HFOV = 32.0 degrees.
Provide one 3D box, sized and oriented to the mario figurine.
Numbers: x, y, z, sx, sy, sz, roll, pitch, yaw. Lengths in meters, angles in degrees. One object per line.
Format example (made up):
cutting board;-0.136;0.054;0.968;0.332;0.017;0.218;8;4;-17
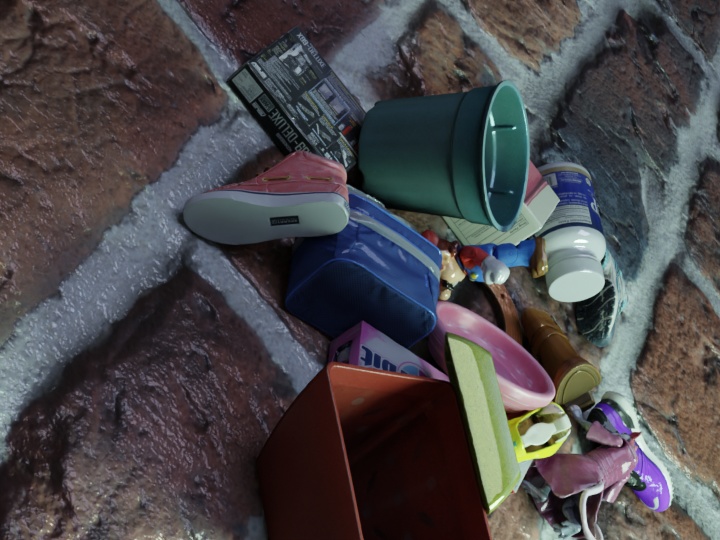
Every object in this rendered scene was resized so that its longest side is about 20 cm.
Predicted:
mario figurine;0.152;0.006;1.695;0.124;0.197;0.107;81;7;-51

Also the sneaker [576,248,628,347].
sneaker;0.405;0.048;2.040;0.086;0.077;0.202;38;40;-27

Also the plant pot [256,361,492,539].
plant pot;-0.002;0.236;1.355;0.198;0.175;0.203;14;54;-42

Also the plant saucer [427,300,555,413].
plant saucer;0.163;0.120;1.652;0.199;0.051;0.201;32;17;-11

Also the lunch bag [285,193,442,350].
lunch bag;0.000;0.000;1.568;0.199;0.135;0.134;34;41;-25

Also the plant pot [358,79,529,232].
plant pot;0.112;-0.159;1.726;0.200;0.193;0.204;-16;108;-63

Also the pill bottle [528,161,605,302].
pill bottle;0.325;-0.059;1.992;0.119;0.119;0.203;22;49;-37

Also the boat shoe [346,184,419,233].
boat shoe;0.007;-0.074;1.684;0.200;0.070;0.072;24;34;-44

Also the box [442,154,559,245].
box;0.182;-0.132;1.878;0.201;0.127;0.109;52;36;-6

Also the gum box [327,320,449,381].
gum box;0.042;0.161;1.551;0.199;0.066;0.115;34;41;-28

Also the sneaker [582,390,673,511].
sneaker;0.384;0.287;1.851;0.099;0.069;0.202;-39;105;-33

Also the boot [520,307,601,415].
boot;0.278;0.117;1.804;0.200;0.073;0.156;67;-3;-68

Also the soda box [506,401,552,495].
soda box;0.198;0.226;1.682;0.070;0.063;0.200;50;37;-7

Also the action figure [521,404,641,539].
action figure;0.321;0.268;1.714;0.198;0.148;0.136;-27;103;-26

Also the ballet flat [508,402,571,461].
ballet flat;0.234;0.209;1.626;0.199;0.067;0.068;-13;76;-52

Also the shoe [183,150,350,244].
shoe;-0.111;-0.089;1.505;0.197;0.072;0.092;-2;42;1

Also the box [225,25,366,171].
box;-0.073;-0.223;1.723;0.201;0.050;0.158;50;37;-8

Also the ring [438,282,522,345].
ring;0.159;0.058;1.803;0.199;0.019;0.203;28;44;-31

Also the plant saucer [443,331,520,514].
plant saucer;0.142;0.178;1.454;0.200;0.047;0.203;73;4;-78
